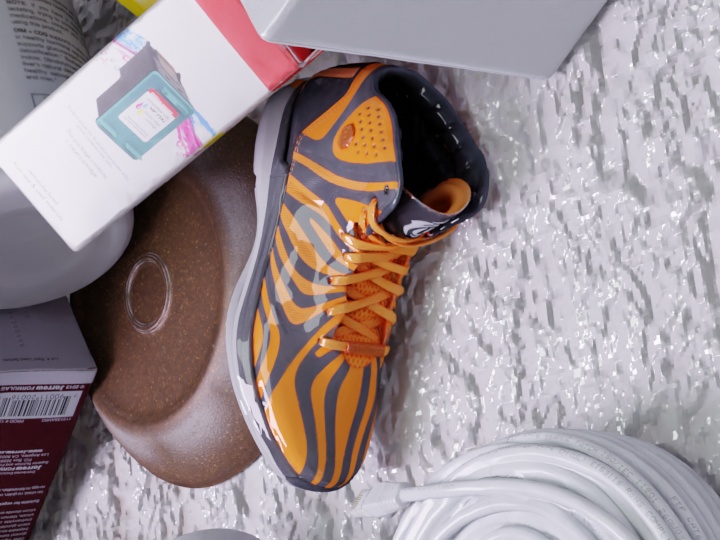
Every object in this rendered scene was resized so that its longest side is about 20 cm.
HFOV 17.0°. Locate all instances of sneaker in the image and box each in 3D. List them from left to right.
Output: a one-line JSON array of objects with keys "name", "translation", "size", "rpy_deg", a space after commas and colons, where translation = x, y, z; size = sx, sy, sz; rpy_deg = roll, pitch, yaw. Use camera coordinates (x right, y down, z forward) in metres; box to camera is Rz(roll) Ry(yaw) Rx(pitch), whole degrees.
[{"name": "sneaker", "translation": [0.000, 0.000, 1.105], "size": [0.112, 0.077, 0.201], "rpy_deg": [-9, 80, 50]}]

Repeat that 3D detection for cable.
[{"name": "cable", "translation": [0.085, 0.165, 0.997], "size": [0.200, 0.069, 0.201], "rpy_deg": [-26, 68, 46]}]

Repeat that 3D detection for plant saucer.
[{"name": "plant saucer", "translation": [-0.098, 0.012, 1.255], "size": [0.200, 0.037, 0.201], "rpy_deg": [-7, 80, 49]}]

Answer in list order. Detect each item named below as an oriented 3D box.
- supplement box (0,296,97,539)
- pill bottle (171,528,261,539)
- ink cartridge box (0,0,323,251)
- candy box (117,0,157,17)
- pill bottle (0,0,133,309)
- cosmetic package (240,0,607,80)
[{"name": "supplement box", "translation": [-0.213, 0.086, 1.338], "size": [0.109, 0.061, 0.200], "rpy_deg": [63, 141, 38]}, {"name": "pill bottle", "translation": [-0.049, 0.212, 1.105], "size": [0.111, 0.111, 0.200], "rpy_deg": [-64, 30, 24]}, {"name": "ink cartridge box", "translation": [-0.068, -0.105, 1.134], "size": [0.200, 0.116, 0.067], "rpy_deg": [-37, 97, 28]}, {"name": "candy box", "translation": [-0.072, -0.206, 1.205], "size": [0.200, 0.102, 0.026], "rpy_deg": [-48, 9, 37]}, {"name": "pill bottle", "translation": [-0.194, -0.090, 1.272], "size": [0.113, 0.113, 0.200], "rpy_deg": [-48, 47, 36]}, {"name": "cosmetic package", "translation": [0.038, -0.212, 1.010], "size": [0.200, 0.166, 0.168], "rpy_deg": [-55, 49, 33]}]
